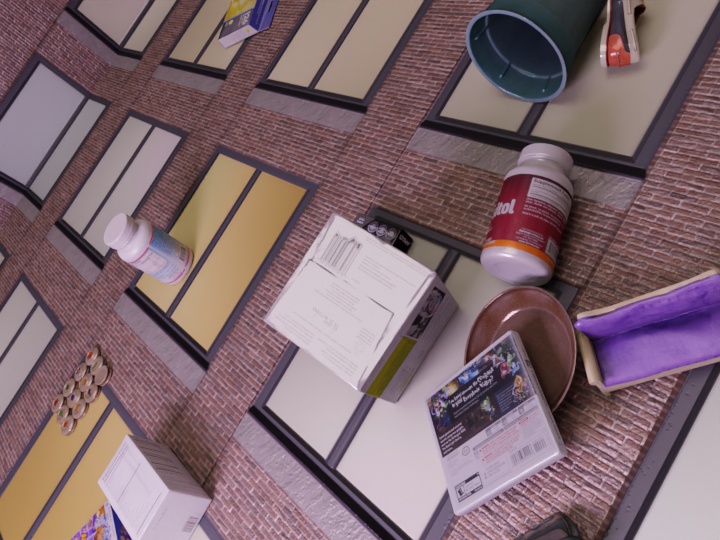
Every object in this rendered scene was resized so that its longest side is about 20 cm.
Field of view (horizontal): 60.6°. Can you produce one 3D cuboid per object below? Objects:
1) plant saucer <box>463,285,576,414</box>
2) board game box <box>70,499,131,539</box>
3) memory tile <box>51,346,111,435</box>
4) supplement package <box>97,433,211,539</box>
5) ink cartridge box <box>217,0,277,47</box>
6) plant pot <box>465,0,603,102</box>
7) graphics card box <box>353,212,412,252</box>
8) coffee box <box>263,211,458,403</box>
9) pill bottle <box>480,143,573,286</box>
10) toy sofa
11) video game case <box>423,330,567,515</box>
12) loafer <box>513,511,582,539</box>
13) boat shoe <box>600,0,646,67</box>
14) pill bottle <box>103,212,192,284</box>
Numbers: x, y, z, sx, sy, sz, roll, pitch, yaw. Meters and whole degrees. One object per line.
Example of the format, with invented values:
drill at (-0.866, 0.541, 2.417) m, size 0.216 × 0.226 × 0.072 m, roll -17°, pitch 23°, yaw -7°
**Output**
plant saucer at (0.232, 0.125, 0.882) m, size 0.199 × 0.036 × 0.204 m, roll -27°, pitch 56°, yaw 47°
board game box at (-0.506, 0.583, 1.220) m, size 0.135 × 0.045 × 0.201 m, roll -46°, pitch 46°, yaw 7°
memory tile at (-0.714, 0.305, 1.569) m, size 0.153 × 0.017 × 0.201 m, roll 34°, pitch 88°, yaw 44°
supplement package at (-0.398, 0.423, 1.183) m, size 0.199 × 0.109 × 0.115 m, roll 27°, pitch 83°, yaw 44°
ink cartridge box at (-0.343, -0.809, 1.915) m, size 0.197 × 0.047 × 0.201 m, roll -9°, pitch 59°, yaw 37°
plant pot at (0.319, -0.441, 1.082) m, size 0.199 × 0.201 × 0.197 m, roll 24°, pitch 71°, yaw 44°
graphics card box at (0.000, 0.000, 1.160) m, size 0.124 × 0.051 × 0.202 m, roll 24°, pitch 81°, yaw 43°
coffee box at (0.009, 0.065, 0.980) m, size 0.198 × 0.198 × 0.202 m, roll 32°, pitch 86°, yaw 25°
pill bottle at (0.265, -0.088, 0.958) m, size 0.111 × 0.113 × 0.203 m, roll 6°, pitch 68°, yaw 40°
toy sofa at (0.379, 0.083, 0.778) m, size 0.197 × 0.097 × 0.084 m, roll -23°, pitch 52°, yaw 25°
video game case at (0.179, 0.215, 0.868) m, size 0.200 × 0.023 × 0.184 m, roll -47°, pitch 42°, yaw 34°
loafer at (0.192, 0.378, 0.784) m, size 0.198 × 0.072 × 0.063 m, roll -32°, pitch 29°, yaw 11°
boat shoe at (0.451, -0.434, 1.045) m, size 0.062 × 0.071 × 0.204 m, roll 3°, pitch 68°, yaw 32°
pill bottle at (-0.514, -0.053, 1.493) m, size 0.107 × 0.200 × 0.111 m, roll -19°, pitch 53°, yaw 27°
